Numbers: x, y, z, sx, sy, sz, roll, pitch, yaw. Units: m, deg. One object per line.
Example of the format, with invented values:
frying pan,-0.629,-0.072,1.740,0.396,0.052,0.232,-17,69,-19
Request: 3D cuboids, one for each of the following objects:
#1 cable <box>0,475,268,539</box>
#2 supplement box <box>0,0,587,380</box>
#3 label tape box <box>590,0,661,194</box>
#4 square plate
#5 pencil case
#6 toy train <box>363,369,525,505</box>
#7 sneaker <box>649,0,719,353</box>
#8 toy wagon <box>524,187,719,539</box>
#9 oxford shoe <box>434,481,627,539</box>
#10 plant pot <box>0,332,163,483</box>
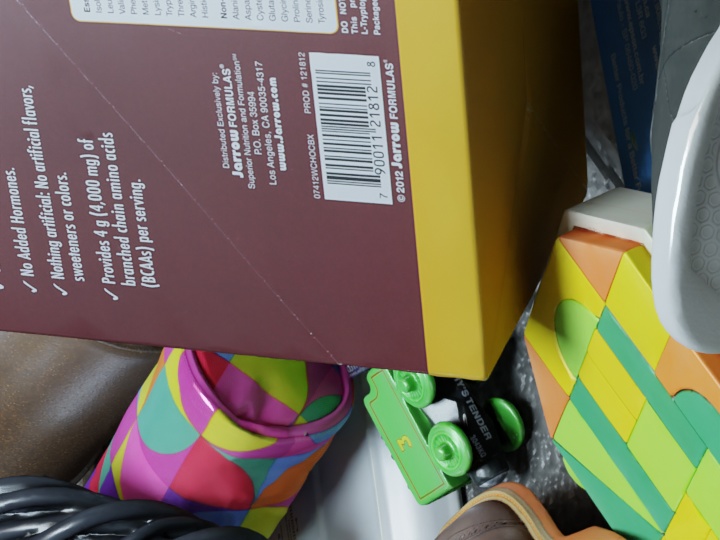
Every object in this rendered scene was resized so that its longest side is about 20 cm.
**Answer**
cable,-0.114,0.151,0.998,0.051,0.200,0.163,-71,-10,-46
supplement box,-0.041,-0.087,0.810,0.200,0.133,0.197,5,121,19
label tape box,0.154,-0.104,0.754,0.200,0.066,0.143,-32,61,51
square plate,-0.020,0.115,1.049,0.198,0.028,0.200,-34,58,52
pencil case,-0.071,0.089,1.025,0.200,0.088,0.088,-57,42,40
toy train,0.000,0.000,0.961,0.056,0.042,0.200,-39,76,52
sneaker,0.105,-0.079,0.711,0.099,0.071,0.200,17,96,59
toy wagon,0.121,0.067,0.758,0.200,0.040,0.155,57,156,26
oxford shoe,0.047,0.122,0.856,0.071,0.073,0.200,64,166,-4
plant pot,-0.170,0.015,1.165,0.198,0.200,0.200,-37,56,43
